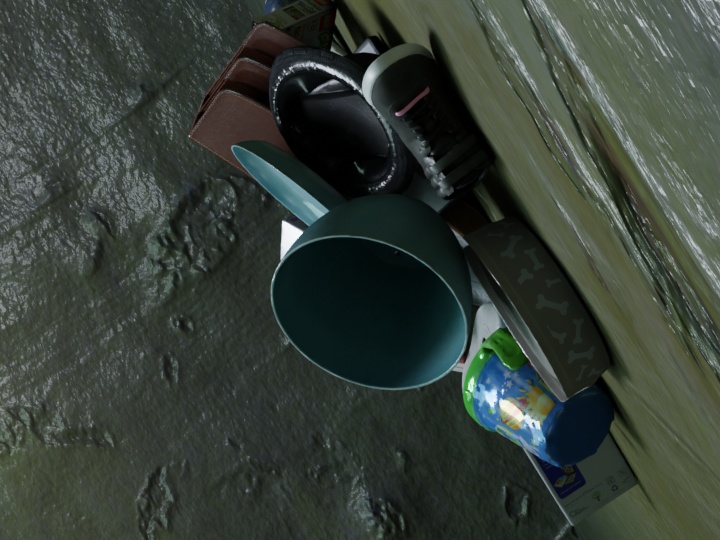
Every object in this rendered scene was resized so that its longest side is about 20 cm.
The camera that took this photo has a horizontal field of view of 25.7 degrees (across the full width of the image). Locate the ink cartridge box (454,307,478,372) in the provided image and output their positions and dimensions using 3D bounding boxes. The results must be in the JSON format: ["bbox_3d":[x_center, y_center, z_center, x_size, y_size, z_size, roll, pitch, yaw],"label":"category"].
[{"bbox_3d":[0.128,0.067,2.012,0.200,0.067,0.117,33,-114,-68],"label":"ink cartridge box"}]

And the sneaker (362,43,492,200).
[{"bbox_3d":[0.067,-0.129,1.411,0.099,0.071,0.200,55,-176,24],"label":"sneaker"}]

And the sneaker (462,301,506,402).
[{"bbox_3d":[0.190,0.095,1.879,0.200,0.111,0.073,103,161,-57],"label":"sneaker"}]

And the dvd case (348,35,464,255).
[{"bbox_3d":[0.024,-0.132,1.706,0.018,0.143,0.200,-17,-110,-50],"label":"dvd case"}]

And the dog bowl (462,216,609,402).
[{"bbox_3d":[0.172,0.035,1.537,0.200,0.059,0.200,58,179,2],"label":"dog bowl"}]

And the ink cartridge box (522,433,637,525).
[{"bbox_3d":[0.248,0.206,1.912,0.200,0.099,0.039,59,180,-24],"label":"ink cartridge box"}]

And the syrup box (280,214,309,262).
[{"bbox_3d":[0.000,0.000,1.835,0.200,0.081,0.079,30,129,36],"label":"syrup box"}]

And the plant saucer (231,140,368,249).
[{"bbox_3d":[-0.055,-0.080,1.717,0.200,0.027,0.200,38,172,6],"label":"plant saucer"}]

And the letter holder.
[{"bbox_3d":[-0.072,-0.171,1.816,0.200,0.142,0.101,33,-152,-14],"label":"letter holder"}]

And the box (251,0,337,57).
[{"bbox_3d":[-0.090,-0.232,1.920,0.035,0.110,0.200,40,141,27],"label":"box"}]

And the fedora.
[{"bbox_3d":[0.000,-0.167,1.628,0.200,0.092,0.201,32,145,26],"label":"fedora"}]

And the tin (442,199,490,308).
[{"bbox_3d":[0.114,-0.020,1.824,0.112,0.042,0.200,13,151,34],"label":"tin"}]

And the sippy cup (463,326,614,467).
[{"bbox_3d":[0.202,0.142,1.723,0.177,0.140,0.130,8,-159,-37],"label":"sippy cup"}]

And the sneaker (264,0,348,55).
[{"bbox_3d":[-0.061,-0.297,2.138,0.200,0.080,0.147,54,-171,-30],"label":"sneaker"}]

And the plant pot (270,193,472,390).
[{"bbox_3d":[0.025,0.001,1.578,0.200,0.200,0.135,58,-145,-29],"label":"plant pot"}]
